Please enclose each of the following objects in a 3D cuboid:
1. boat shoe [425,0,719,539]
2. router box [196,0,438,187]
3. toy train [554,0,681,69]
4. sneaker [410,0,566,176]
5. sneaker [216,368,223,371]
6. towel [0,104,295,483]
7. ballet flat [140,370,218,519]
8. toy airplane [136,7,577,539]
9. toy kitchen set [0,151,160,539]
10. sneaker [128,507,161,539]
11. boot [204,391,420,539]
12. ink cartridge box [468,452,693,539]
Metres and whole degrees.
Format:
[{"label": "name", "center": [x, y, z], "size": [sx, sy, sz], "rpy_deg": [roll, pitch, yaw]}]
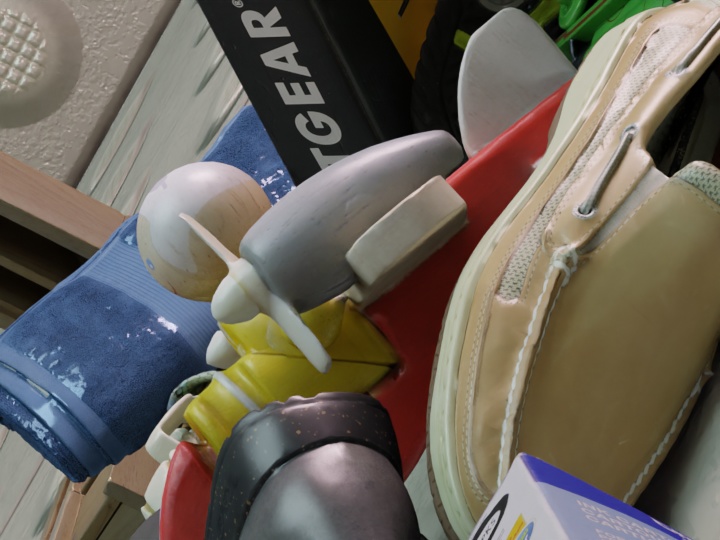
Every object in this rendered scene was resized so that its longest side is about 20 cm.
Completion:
[{"label": "boat shoe", "center": [0.077, -0.005, 0.768], "size": [0.076, 0.072, 0.200], "rpy_deg": [-25, 36, 47]}, {"label": "router box", "center": [0.005, -0.109, 1.066], "size": [0.051, 0.200, 0.149], "rpy_deg": [-1, 48, 28]}, {"label": "toy train", "center": [0.113, -0.102, 0.914], "size": [0.200, 0.042, 0.056], "rpy_deg": [137, 149, -60]}, {"label": "sneaker", "center": [0.083, -0.115, 1.056], "size": [0.200, 0.075, 0.076], "rpy_deg": [-62, -12, -10]}, {"label": "sneaker", "center": [-0.049, 0.002, 1.375], "size": [0.200, 0.060, 0.104], "rpy_deg": [-120, 55, -82]}, {"label": "towel", "center": [-0.083, 0.008, 1.292], "size": [0.200, 0.049, 0.112], "rpy_deg": [-41, 35, -15]}, {"label": "ballet flat", "center": [-0.058, 0.092, 1.158], "size": [0.074, 0.074, 0.200], "rpy_deg": [-60, 11, 11]}, {"label": "toy airplane", "center": [0.000, 0.000, 0.894], "size": [0.200, 0.141, 0.199], "rpy_deg": [-62, -1, 40]}, {"label": "toy kitchen set", "center": [-0.184, 0.078, 1.500], "size": [0.163, 0.180, 0.200], "rpy_deg": [-56, 12, 35]}, {"label": "sneaker", "center": [-0.065, 0.175, 0.929], "size": [0.080, 0.086, 0.200], "rpy_deg": [0, 46, 44]}, {"label": "boot", "center": [-0.012, 0.144, 0.770], "size": [0.132, 0.070, 0.200], "rpy_deg": [-113, 21, -45]}, {"label": "ink cartridge box", "center": [0.039, 0.123, 0.568], "size": [0.136, 0.076, 0.200], "rpy_deg": [-60, 12, 6]}]
